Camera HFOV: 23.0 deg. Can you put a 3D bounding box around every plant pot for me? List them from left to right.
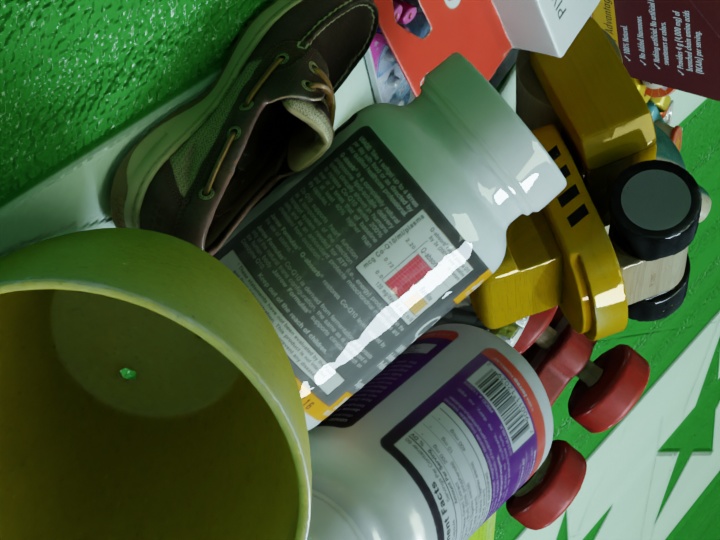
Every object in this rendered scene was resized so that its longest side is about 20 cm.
[{"bbox_3d":[-0.112,0.058,0.813,0.142,0.199,0.201,-77,178,-61],"label":"plant pot"}]

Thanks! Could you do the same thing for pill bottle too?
[{"bbox_3d":[0.006,-0.017,0.951,0.200,0.117,0.116,-40,154,3],"label":"pill bottle"},{"bbox_3d":[0.017,0.122,1.027,0.200,0.111,0.112,-36,143,-43],"label":"pill bottle"}]

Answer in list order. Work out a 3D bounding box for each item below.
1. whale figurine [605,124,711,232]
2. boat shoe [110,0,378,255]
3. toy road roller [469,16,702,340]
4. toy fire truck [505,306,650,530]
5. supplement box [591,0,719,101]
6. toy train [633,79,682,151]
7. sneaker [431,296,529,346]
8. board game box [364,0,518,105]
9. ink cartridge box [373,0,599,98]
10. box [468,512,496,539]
[{"bbox_3d":[0.184,-0.051,1.342,0.200,0.158,0.104,60,19,-64],"label":"whale figurine"},{"bbox_3d":[-0.042,-0.078,0.920,0.200,0.072,0.072,-46,146,-33],"label":"boat shoe"},{"bbox_3d":[0.123,-0.049,1.139,0.145,0.201,0.123,-20,153,-5],"label":"toy road roller"},{"bbox_3d":[0.107,0.094,1.297,0.200,0.112,0.168,-55,-169,-9],"label":"toy fire truck"},{"bbox_3d":[0.271,-0.227,1.218,0.133,0.199,0.198,-53,147,-29],"label":"supplement box"},{"bbox_3d":[0.258,-0.166,1.446,0.150,0.055,0.201,-43,147,-38],"label":"toy train"},{"bbox_3d":[0.088,0.008,1.218,0.085,0.074,0.201,95,17,-59],"label":"sneaker"},{"bbox_3d":[0.075,-0.168,1.124,0.200,0.026,0.200,-53,153,-22],"label":"board game box"},{"bbox_3d":[0.073,-0.196,1.020,0.174,0.043,0.200,-56,139,-22],"label":"ink cartridge box"},{"bbox_3d":[0.016,0.220,1.093,0.200,0.047,0.123,-41,142,-45],"label":"box"}]
